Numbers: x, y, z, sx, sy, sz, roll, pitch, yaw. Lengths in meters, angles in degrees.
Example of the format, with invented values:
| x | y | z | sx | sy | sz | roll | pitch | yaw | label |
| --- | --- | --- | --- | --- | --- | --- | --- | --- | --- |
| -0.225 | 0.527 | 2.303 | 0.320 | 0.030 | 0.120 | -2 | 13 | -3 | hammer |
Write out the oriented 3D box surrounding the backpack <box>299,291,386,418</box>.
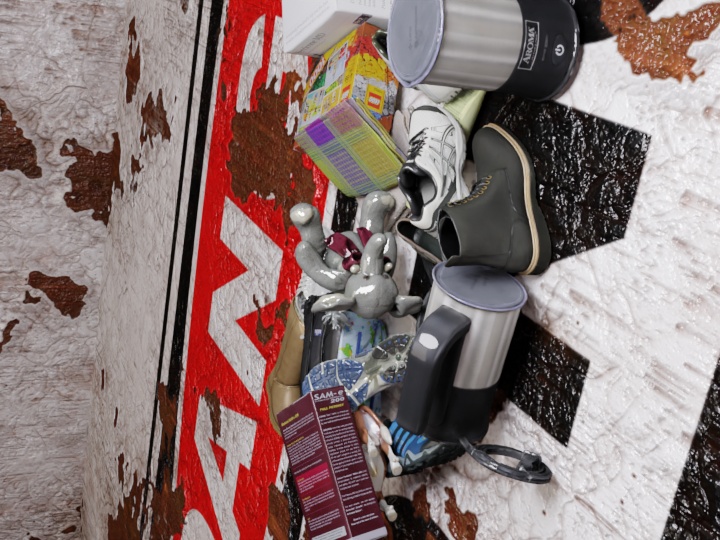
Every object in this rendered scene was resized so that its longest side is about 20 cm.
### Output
| x | y | z | sx | sy | sz | roll | pitch | yaw | label |
| --- | --- | --- | --- | --- | --- | --- | --- | --- | --- |
| -0.030 | 0.151 | 1.389 | 0.162 | 0.152 | 0.204 | -14 | 56 | 56 | backpack |

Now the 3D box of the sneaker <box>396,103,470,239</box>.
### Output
| x | y | z | sx | sy | sz | roll | pitch | yaw | label |
| --- | --- | --- | --- | --- | --- | --- | --- | --- | --- |
| 0.085 | -0.134 | 1.125 | 0.075 | 0.086 | 0.204 | -40 | 49 | 39 | sneaker |

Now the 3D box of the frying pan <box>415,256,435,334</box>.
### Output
| x | y | z | sx | sy | sz | roll | pitch | yaw | label |
| --- | --- | --- | --- | --- | --- | --- | --- | --- | --- |
| 0.101 | 0.046 | 1.221 | 0.117 | 0.030 | 0.190 | -61 | 26 | 13 | frying pan |

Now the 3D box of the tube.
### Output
| x | y | z | sx | sy | sz | roll | pitch | yaw | label |
| --- | --- | --- | --- | --- | --- | --- | --- | --- | --- |
| 0.118 | -0.170 | 1.198 | 0.057 | 0.052 | 0.204 | 25 | 111 | 16 | tube |

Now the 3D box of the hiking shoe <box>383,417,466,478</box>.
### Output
| x | y | z | sx | sy | sz | roll | pitch | yaw | label |
| --- | --- | --- | --- | --- | --- | --- | --- | --- | --- |
| 0.076 | 0.227 | 1.231 | 0.200 | 0.073 | 0.089 | -38 | 60 | 56 | hiking shoe |

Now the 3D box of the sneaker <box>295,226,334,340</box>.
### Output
| x | y | z | sx | sy | sz | roll | pitch | yaw | label |
| --- | --- | --- | --- | --- | --- | --- | --- | --- | --- |
| -0.070 | 0.022 | 1.511 | 0.076 | 0.079 | 0.205 | -37 | 56 | 58 | sneaker |

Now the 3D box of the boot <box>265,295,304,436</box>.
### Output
| x | y | z | sx | sy | sz | roll | pitch | yaw | label |
| --- | --- | --- | --- | --- | --- | --- | --- | --- | --- |
| -0.115 | 0.177 | 1.608 | 0.176 | 0.065 | 0.203 | 59 | 138 | 44 | boot |

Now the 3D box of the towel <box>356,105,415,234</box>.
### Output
| x | y | z | sx | sy | sz | roll | pitch | yaw | label |
| --- | --- | --- | --- | --- | --- | --- | --- | --- | --- |
| 0.045 | -0.136 | 1.343 | 0.201 | 0.034 | 0.135 | -54 | 43 | 48 | towel |

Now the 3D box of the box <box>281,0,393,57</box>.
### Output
| x | y | z | sx | sy | sz | roll | pitch | yaw | label |
| --- | --- | --- | --- | --- | --- | --- | --- | --- | --- |
| -0.030 | -0.454 | 1.389 | 0.198 | 0.128 | 0.205 | -12 | 79 | 62 | box |

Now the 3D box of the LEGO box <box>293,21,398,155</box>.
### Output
| x | y | z | sx | sy | sz | roll | pitch | yaw | label |
| --- | --- | --- | --- | --- | --- | --- | --- | --- | --- |
| -0.020 | -0.267 | 1.387 | 0.199 | 0.076 | 0.153 | -16 | 61 | 62 | LEGO box |

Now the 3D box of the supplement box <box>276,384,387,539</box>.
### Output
| x | y | z | sx | sy | sz | roll | pitch | yaw | label |
| --- | --- | --- | --- | --- | --- | --- | --- | --- | --- |
| -0.041 | 0.269 | 1.204 | 0.108 | 0.060 | 0.204 | -36 | 66 | 51 | supplement box |

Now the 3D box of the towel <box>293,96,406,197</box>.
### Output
| x | y | z | sx | sy | sz | roll | pitch | yaw | label |
| --- | --- | --- | --- | --- | --- | --- | --- | --- | --- |
| -0.011 | -0.172 | 1.308 | 0.144 | 0.023 | 0.199 | 47 | 156 | -14 | towel |

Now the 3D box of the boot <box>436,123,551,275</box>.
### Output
| x | y | z | sx | sy | sz | roll | pitch | yaw | label |
| --- | --- | --- | --- | --- | --- | --- | --- | --- | --- |
| 0.137 | -0.092 | 1.058 | 0.078 | 0.135 | 0.203 | -53 | 44 | 47 | boot |

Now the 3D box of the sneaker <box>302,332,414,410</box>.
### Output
| x | y | z | sx | sy | sz | roll | pitch | yaw | label |
| --- | --- | --- | --- | --- | --- | --- | --- | --- | --- |
| 0.011 | 0.149 | 1.282 | 0.196 | 0.085 | 0.079 | -22 | 83 | 18 | sneaker |

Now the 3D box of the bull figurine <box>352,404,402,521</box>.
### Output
| x | y | z | sx | sy | sz | roll | pitch | yaw | label |
| --- | --- | --- | --- | --- | --- | --- | --- | --- | --- |
| 0.009 | 0.294 | 1.256 | 0.121 | 0.064 | 0.205 | -147 | 53 | -63 | bull figurine |

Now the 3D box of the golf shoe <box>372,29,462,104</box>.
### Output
| x | y | z | sx | sy | sz | roll | pitch | yaw | label |
| --- | --- | --- | --- | --- | --- | --- | --- | --- | --- |
| 0.076 | -0.279 | 1.193 | 0.080 | 0.096 | 0.199 | -62 | 29 | 3 | golf shoe |

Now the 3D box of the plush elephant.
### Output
| x | y | z | sx | sy | sz | roll | pitch | yaw | label |
| --- | --- | --- | --- | --- | --- | --- | --- | --- | --- |
| 0.000 | 0.000 | 1.232 | 0.154 | 0.161 | 0.205 | 21 | 111 | 59 | plush elephant |

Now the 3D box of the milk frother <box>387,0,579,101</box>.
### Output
| x | y | z | sx | sy | sz | roll | pitch | yaw | label |
| --- | --- | --- | --- | --- | --- | --- | --- | --- | --- |
| 0.117 | -0.287 | 1.034 | 0.199 | 0.184 | 0.186 | -2 | 88 | 62 | milk frother |

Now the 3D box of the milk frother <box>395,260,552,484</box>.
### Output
| x | y | z | sx | sy | sz | roll | pitch | yaw | label |
| --- | --- | --- | --- | --- | --- | --- | --- | --- | --- |
| 0.150 | 0.123 | 1.042 | 0.181 | 0.196 | 0.192 | -54 | -22 | -61 | milk frother |

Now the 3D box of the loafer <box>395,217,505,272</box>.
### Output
| x | y | z | sx | sy | sz | roll | pitch | yaw | label |
| --- | --- | --- | --- | --- | --- | --- | --- | --- | --- |
| 0.113 | -0.030 | 1.166 | 0.199 | 0.062 | 0.073 | 21 | 92 | 58 | loafer |
